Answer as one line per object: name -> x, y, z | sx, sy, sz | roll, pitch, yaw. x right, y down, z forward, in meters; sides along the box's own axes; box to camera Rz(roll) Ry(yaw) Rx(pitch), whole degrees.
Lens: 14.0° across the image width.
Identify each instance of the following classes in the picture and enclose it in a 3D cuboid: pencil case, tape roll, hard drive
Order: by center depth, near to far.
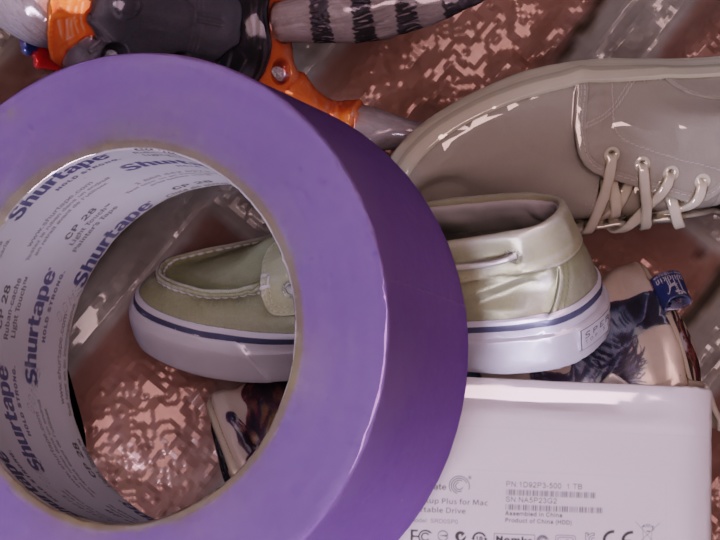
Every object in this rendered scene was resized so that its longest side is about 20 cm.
tape roll -> -0.067, 0.028, 1.059 | 0.199, 0.085, 0.201 | -4, 81, 22
hard drive -> 0.061, 0.139, 1.068 | 0.131, 0.026, 0.201 | 2, 72, 1
pencil case -> 0.038, 0.059, 1.146 | 0.199, 0.089, 0.078 | -17, 102, -6

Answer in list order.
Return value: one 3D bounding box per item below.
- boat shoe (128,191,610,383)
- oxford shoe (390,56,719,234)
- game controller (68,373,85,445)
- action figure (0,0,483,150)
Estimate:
boat shoe -> 0.000, 0.000, 1.123 | 0.199, 0.072, 0.062 | -2, 117, 24
oxford shoe -> 0.105, -0.043, 1.150 | 0.199, 0.075, 0.058 | -7, 57, -20
game controller -> -0.173, 0.005, 1.135 | 0.104, 0.042, 0.201 | -19, 94, -43
action figure -> -0.056, -0.125, 1.144 | 0.192, 0.105, 0.201 | 0, 90, -15
